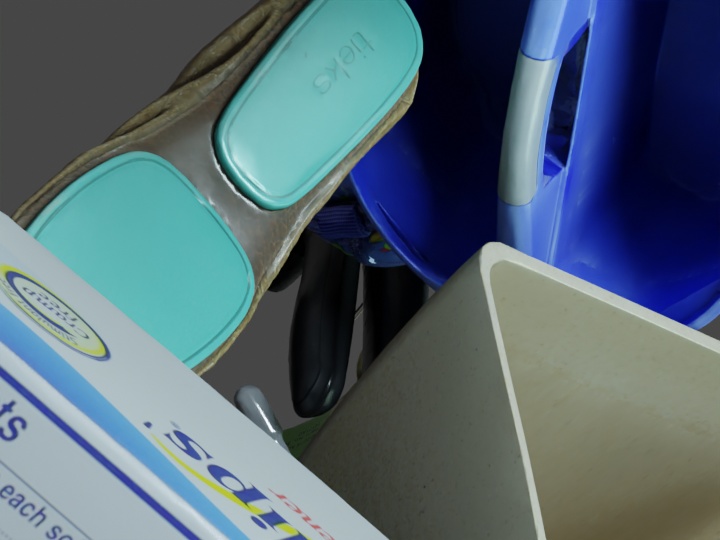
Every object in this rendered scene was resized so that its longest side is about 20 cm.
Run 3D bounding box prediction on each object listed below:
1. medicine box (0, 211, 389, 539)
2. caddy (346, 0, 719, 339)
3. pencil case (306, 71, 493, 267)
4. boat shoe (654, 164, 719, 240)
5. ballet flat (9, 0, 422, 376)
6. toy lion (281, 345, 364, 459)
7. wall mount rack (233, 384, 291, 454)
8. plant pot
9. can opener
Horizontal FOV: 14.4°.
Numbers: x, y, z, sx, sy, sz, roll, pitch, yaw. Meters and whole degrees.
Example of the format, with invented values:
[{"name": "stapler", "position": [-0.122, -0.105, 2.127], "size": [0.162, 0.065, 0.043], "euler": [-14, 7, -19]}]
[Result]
[{"name": "medicine box", "position": [-0.091, 0.118, 0.652], "size": [0.200, 0.182, 0.103], "euler": [-50, 177, 7]}, {"name": "caddy", "position": [0.067, -0.067, 0.857], "size": [0.105, 0.141, 0.200], "euler": [-52, 156, -45]}, {"name": "pencil case", "position": [0.065, -0.034, 1.021], "size": [0.078, 0.200, 0.087], "euler": [-7, -102, 51]}, {"name": "boat shoe", "position": [0.158, -0.043, 0.966], "size": [0.200, 0.072, 0.065], "euler": [-28, 149, 6]}, {"name": "ballet flat", "position": [-0.056, -0.015, 0.790], "size": [0.072, 0.068, 0.200], "euler": [-26, -160, 47]}, {"name": "toy lion", "position": [-0.011, 0.129, 1.101], "size": [0.200, 0.192, 0.069], "euler": [-19, -155, 29]}, {"name": "wall mount rack", "position": [-0.051, 0.148, 0.980], "size": [0.200, 0.174, 0.075], "euler": [-28, -147, -15]}, {"name": "plant pot", "position": [0.058, 0.142, 0.862], "size": [0.177, 0.199, 0.201], "euler": [-35, -131, 34]}, {"name": "can opener", "position": [0.000, 0.000, 1.038], "size": [0.200, 0.063, 0.079], "euler": [-99, -149, -57]}]
